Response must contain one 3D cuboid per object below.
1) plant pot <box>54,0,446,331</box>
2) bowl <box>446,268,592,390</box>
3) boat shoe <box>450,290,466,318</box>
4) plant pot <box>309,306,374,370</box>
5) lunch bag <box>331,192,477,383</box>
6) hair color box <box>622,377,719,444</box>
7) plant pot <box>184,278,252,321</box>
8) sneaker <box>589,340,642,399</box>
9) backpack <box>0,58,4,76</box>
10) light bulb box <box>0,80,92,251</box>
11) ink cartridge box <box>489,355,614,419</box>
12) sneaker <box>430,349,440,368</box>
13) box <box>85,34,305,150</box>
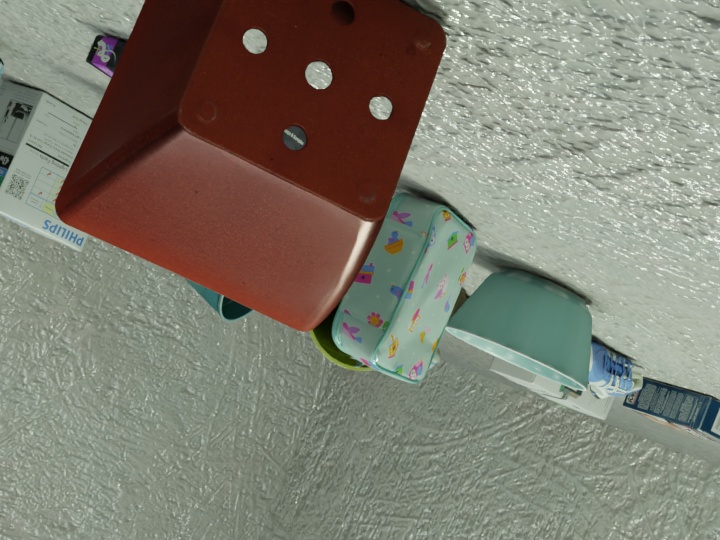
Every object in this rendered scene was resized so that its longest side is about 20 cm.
[{"bbox_3d":[-0.054,-0.099,0.778,0.199,0.201,0.176,25,162,-16],"label":"plant pot"},{"bbox_3d":[0.217,0.067,1.571,0.199,0.106,0.201,23,174,3],"label":"bowl"},{"bbox_3d":[0.135,0.053,2.038,0.076,0.072,0.200,39,180,25],"label":"boat shoe"},{"bbox_3d":[-0.014,0.023,1.824,0.199,0.202,0.193,26,-175,-24],"label":"plant pot"},{"bbox_3d":[0.052,0.024,1.368,0.077,0.201,0.160,23,177,27],"label":"lunch bag"},{"bbox_3d":[0.544,0.237,2.048,0.099,0.061,0.200,27,175,-25],"label":"hair color box"},{"bbox_3d":[-0.218,-0.056,1.914,0.188,0.201,0.200,37,179,17],"label":"plant pot"},{"bbox_3d":[0.389,0.151,1.924,0.076,0.076,0.200,-4,162,26],"label":"sneaker"},{"bbox_3d":[-0.564,-0.276,1.576,0.199,0.155,0.163,12,176,-37],"label":"backpack"},{"bbox_3d":[-0.512,-0.167,1.970,0.124,0.201,0.198,19,172,40],"label":"light bulb box"},{"bbox_3d":[0.364,0.197,2.306,0.199,0.085,0.146,26,174,-28],"label":"ink cartridge box"},{"bbox_3d":[0.085,0.096,2.022,0.072,0.072,0.201,56,-165,-30],"label":"sneaker"},{"bbox_3d":[-0.164,-0.177,1.239,0.199,0.036,0.143,19,173,34],"label":"box"}]
